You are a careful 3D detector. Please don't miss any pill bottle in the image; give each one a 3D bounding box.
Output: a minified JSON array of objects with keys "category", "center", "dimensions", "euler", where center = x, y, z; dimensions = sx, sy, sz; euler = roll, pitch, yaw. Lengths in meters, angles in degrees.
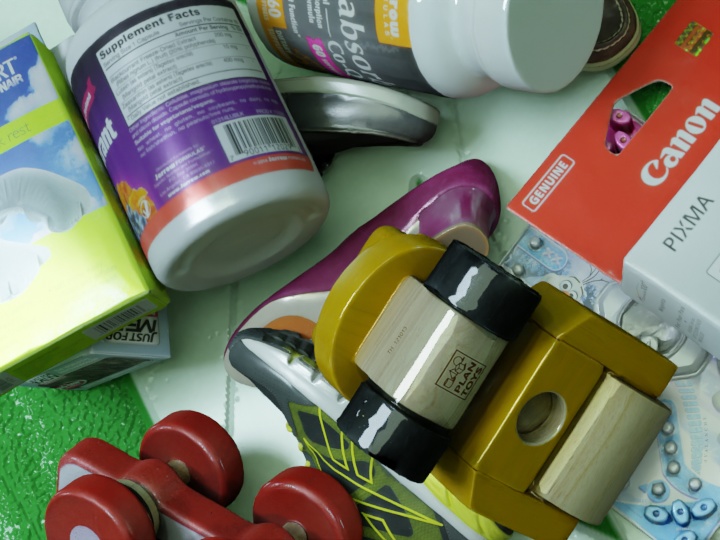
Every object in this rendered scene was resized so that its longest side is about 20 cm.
[{"category":"pill bottle","center":[0.036,-0.165,1.046],"dimensions":[0.199,0.116,0.117],"euler":[15,81,41]},{"category":"pill bottle","center":[-0.106,-0.099,1.034],"dimensions":[0.111,0.111,0.201],"euler":[-28,71,6]}]

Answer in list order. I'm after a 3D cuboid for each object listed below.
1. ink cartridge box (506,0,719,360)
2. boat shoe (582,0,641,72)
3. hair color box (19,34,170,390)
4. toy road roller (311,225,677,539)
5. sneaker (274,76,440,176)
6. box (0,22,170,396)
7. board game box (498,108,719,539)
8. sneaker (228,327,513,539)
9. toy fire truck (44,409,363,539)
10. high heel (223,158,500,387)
[{"category":"ink cartridge box","center":[0.211,-0.067,1.027],"dimensions":[0.173,0.044,0.200],"euler":[36,74,17]},{"category":"boat shoe","center":[0.093,-0.204,1.094],"dimensions":[0.072,0.072,0.200],"euler":[-40,71,-1]},{"category":"hair color box","center":[-0.176,-0.034,1.109],"dimensions":[0.099,0.060,0.201],"euler":[-21,69,47]},{"category":"toy road roller","center":[0.062,0.051,0.988],"dimensions":[0.123,0.199,0.146],"euler":[-57,34,5]},{"category":"sneaker","center":[-0.047,-0.061,1.105],"dimensions":[0.199,0.075,0.107],"euler":[2,83,23]},{"category":"box","center":[-0.208,-0.043,1.038],"dimensions":[0.121,0.048,0.201],"euler":[-28,75,3]},{"category":"board game box","center":[0.172,0.033,1.048],"dimensions":[0.200,0.026,0.200],"euler":[37,89,19]},{"category":"sneaker","center":[-0.007,0.114,1.034],"dimensions":[0.200,0.074,0.085],"euler":[39,101,6]},{"category":"toy fire truck","center":[-0.097,0.189,1.022],"dimensions":[0.199,0.112,0.169],"euler":[23,122,23]},{"category":"high heel","center":[0.000,0.000,1.095],"dimensions":[0.200,0.096,0.067],"euler":[-36,110,24]}]
